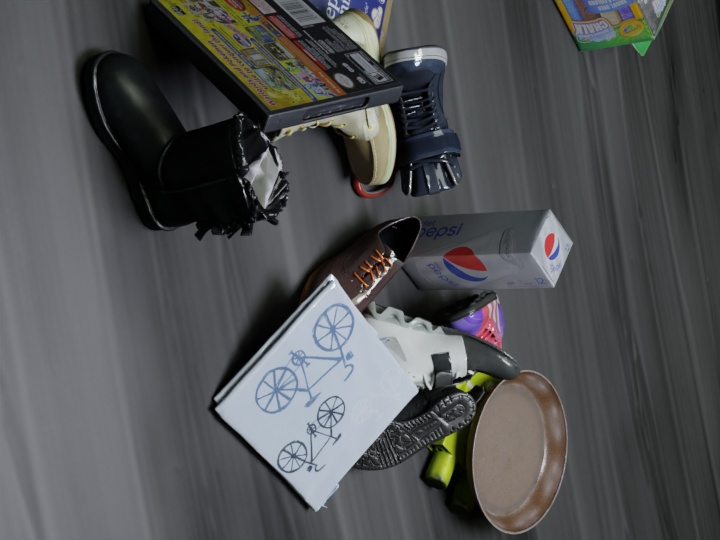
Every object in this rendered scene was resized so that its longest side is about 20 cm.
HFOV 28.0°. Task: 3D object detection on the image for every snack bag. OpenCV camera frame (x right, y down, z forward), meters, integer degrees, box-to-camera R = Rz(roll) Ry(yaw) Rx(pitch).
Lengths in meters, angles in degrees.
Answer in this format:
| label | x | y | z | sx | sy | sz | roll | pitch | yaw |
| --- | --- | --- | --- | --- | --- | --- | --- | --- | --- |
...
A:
| label | x | y | z | sx | sy | sz | roll | pitch | yaw |
| --- | --- | --- | --- | --- | --- | --- | --- | --- | --- |
| snack bag | -0.040 | 0.134 | 1.545 | 0.189 | 0.021 | 0.200 | -48 | 126 | -12 |

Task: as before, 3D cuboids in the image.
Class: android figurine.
| label | x | y | z | sx | sy | sz | roll | pitch | yaw |
| --- | --- | --- | --- | --- | --- | --- | --- | --- | --- |
| android figurine | 0.144 | 0.196 | 1.795 | 0.182 | 0.041 | 0.201 | 51 | 54 | -35 |

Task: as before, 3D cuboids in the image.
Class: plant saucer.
| label | x | y | z | sx | sy | sz | roll | pitch | yaw |
| --- | --- | --- | --- | --- | --- | --- | --- | --- | --- |
| plant saucer | 0.190 | 0.224 | 1.793 | 0.199 | 0.032 | 0.203 | -1 | 92 | -48 |

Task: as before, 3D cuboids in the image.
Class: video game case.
| label | x | y | z | sx | sy | sz | roll | pitch | yaw |
| --- | --- | --- | --- | --- | --- | --- | --- | --- | --- |
| video game case | -0.085 | -0.217 | 1.431 | 0.180 | 0.200 | 0.026 | -18 | 142 | -41 |

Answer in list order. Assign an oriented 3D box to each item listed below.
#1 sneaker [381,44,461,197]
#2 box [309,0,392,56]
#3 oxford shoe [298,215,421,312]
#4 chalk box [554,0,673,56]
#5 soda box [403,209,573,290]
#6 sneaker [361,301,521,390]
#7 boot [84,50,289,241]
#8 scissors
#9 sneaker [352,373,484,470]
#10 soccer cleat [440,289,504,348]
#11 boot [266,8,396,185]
| label | x | y | z | sx | sy | sz | roll | pitch | yaw |
| --- | --- | --- | --- | --- | --- | --- | --- | --- | --- |
| sneaker | 0.071 | -0.164 | 1.624 | 0.202 | 0.076 | 0.148 | 55 | 27 | -79 |
| box | -0.042 | -0.291 | 1.605 | 0.199 | 0.032 | 0.123 | 26 | 69 | -45 |
| oxford shoe | 0.000 | 0.000 | 1.593 | 0.071 | 0.072 | 0.200 | 45 | 48 | -6 |
| chalk box | 0.355 | -0.392 | 2.011 | 0.201 | 0.123 | 0.125 | 56 | 49 | -33 |
| soda box | 0.142 | -0.022 | 1.679 | 0.064 | 0.198 | 0.069 | 51 | 54 | -35 |
| sneaker | 0.082 | 0.106 | 1.642 | 0.074 | 0.198 | 0.089 | 94 | 13 | -76 |
| boot | -0.161 | -0.121 | 1.354 | 0.073 | 0.161 | 0.200 | -39 | 117 | -43 |
| scissors | 0.052 | -0.136 | 1.725 | 0.199 | 0.014 | 0.074 | -19 | 100 | -50 |
| sneaker | 0.060 | 0.167 | 1.670 | 0.198 | 0.104 | 0.061 | -21 | 105 | -9 |
| soccer cleat | 0.142 | 0.066 | 1.721 | 0.200 | 0.068 | 0.074 | 2 | 69 | -80 |
| boot | -0.041 | -0.165 | 1.561 | 0.154 | 0.072 | 0.202 | -30 | 123 | -34 |
